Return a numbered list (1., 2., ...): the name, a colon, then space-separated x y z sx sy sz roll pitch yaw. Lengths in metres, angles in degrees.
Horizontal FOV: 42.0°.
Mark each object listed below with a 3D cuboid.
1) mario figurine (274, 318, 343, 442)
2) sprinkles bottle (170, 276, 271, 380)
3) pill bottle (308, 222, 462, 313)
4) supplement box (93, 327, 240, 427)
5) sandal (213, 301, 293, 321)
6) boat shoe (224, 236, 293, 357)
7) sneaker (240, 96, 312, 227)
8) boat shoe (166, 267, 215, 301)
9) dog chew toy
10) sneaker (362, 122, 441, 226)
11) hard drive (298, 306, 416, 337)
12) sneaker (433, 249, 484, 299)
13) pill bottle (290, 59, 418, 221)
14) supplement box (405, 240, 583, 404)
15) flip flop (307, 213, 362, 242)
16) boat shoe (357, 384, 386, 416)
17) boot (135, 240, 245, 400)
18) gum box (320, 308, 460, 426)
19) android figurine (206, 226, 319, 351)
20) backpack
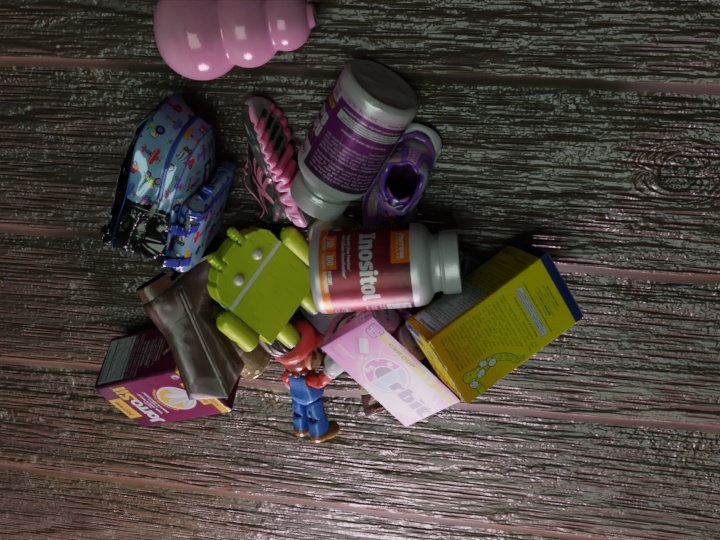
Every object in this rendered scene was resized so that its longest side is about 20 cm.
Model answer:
1. mario figurine: -0.073 0.168 1.510 0.122 0.106 0.203 -4 113 9
2. sprinkles bottle: -0.226 0.090 1.435 0.068 0.069 0.200 -32 122 31
3. pill bottle: 0.035 -0.005 1.264 0.197 0.114 0.114 -5 124 7
4. supplement box: -0.311 0.168 1.530 0.198 0.104 0.131 -15 136 30
5. sandal: -0.204 0.054 1.493 0.197 0.043 0.077 6 134 -3
6. boat shoe: -0.139 0.033 1.409 0.072 0.075 0.202 -19 99 17
7. sneaker: -0.136 -0.146 1.313 0.094 0.079 0.202 -2 124 29
8. boat shoe: -0.255 -0.015 1.415 0.201 0.063 0.074 41 91 -10
9. dog chew toy: -0.153 -0.307 1.170 0.197 0.125 0.126 -6 124 7
10. sneaker: 0.047 -0.100 1.285 0.079 0.089 0.202 19 129 -2
11. hard drive: 0.004 0.078 1.452 0.200 0.043 0.135 41 124 -16
12. sneaker: 0.125 0.057 1.377 0.145 0.077 0.203 26 118 -20
13. pill bottle: -0.016 -0.165 1.234 0.111 0.113 0.201 28 124 -8
14. supplement box: 0.179 0.067 1.271 0.199 0.109 0.110 -35 107 -5
15. flip flop: 0.000 0.000 1.359 0.081 0.058 0.201 -35 103 -5
16. boat shoe: 0.090 0.202 1.487 0.197 0.072 0.073 -8 86 23
17. boot: -0.204 0.073 1.366 0.185 0.064 0.202 -28 104 -9
18. gum box: 0.047 0.125 1.365 0.200 0.066 0.113 44 130 -18
19. android figurine: -0.138 0.020 1.345 0.041 0.183 0.200 17 155 52
20. backpack: -0.251 -0.128 1.283 0.133 0.183 0.202 22 122 2
